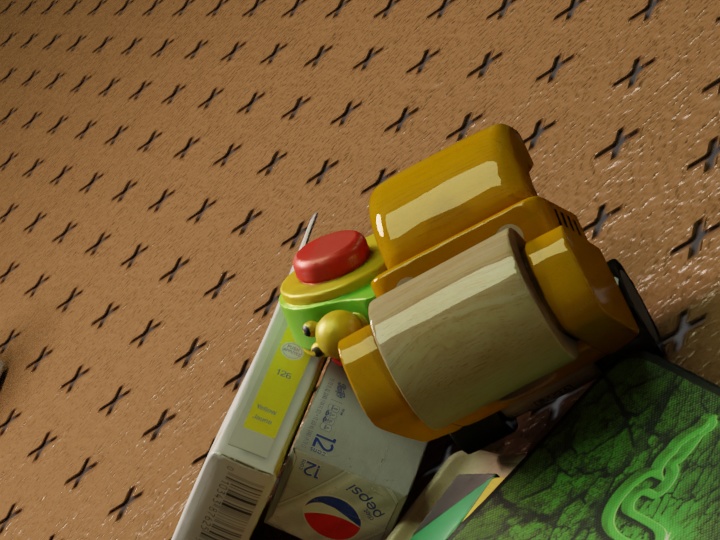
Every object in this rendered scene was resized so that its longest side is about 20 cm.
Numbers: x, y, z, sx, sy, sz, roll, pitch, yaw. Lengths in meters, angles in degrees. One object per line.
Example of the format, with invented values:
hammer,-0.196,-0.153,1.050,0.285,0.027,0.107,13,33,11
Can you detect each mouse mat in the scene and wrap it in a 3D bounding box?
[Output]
mouse mat,0.106,0.127,1.120,0.200,0.008,0.161,-47,35,-12

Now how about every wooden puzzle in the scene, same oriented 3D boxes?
wooden puzzle,0.049,0.156,1.203,0.185,0.037,0.200,-51,20,-20

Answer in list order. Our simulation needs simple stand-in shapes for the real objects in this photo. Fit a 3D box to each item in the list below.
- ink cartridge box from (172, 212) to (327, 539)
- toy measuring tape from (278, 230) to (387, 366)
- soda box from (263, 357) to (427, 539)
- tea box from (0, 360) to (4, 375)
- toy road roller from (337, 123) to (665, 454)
ink cartridge box,-0.062,0.101,1.409,0.200,0.047,0.198,-64,-3,-46
toy measuring tape,0.000,0.000,1.355,0.074,0.074,0.200,-35,12,24
soda box,0.011,0.069,1.378,0.200,0.068,0.063,-68,0,-51
tea box,-0.444,0.099,2.070,0.197,0.200,0.134,-37,21,24
toy road roller,0.057,0.001,1.238,0.123,0.146,0.200,-28,-13,13
